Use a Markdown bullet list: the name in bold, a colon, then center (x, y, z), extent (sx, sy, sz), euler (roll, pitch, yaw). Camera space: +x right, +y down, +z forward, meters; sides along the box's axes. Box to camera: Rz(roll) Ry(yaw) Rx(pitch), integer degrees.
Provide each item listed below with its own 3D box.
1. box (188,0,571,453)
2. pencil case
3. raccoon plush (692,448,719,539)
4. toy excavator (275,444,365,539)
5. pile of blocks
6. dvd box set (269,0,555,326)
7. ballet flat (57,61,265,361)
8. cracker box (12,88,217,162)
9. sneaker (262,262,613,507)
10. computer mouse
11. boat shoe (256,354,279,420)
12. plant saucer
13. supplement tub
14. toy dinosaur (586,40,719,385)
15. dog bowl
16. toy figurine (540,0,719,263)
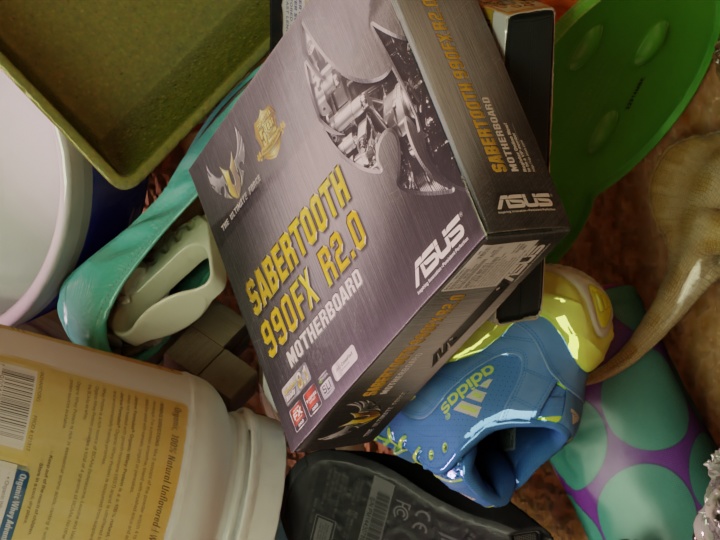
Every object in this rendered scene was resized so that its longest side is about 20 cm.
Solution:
- **box**: center (0.003, -0.033, 1.203), extent (0.200, 0.048, 0.159), euler (-49, 55, 49)
- **pencil case**: center (0.136, 0.110, 1.334), extent (0.092, 0.085, 0.201), euler (-27, 85, 13)
- **raccoon plush**: center (0.225, 0.059, 1.223), extent (0.097, 0.134, 0.200), euler (32, 119, -2)
- **toy excavator**: center (-0.012, 0.134, 1.412), extent (0.194, 0.100, 0.201), euler (-15, 98, 33)
- **pile of blocks**: center (-0.111, 0.052, 1.479), extent (0.200, 0.062, 0.082), euler (5, 132, 48)
- **dvd box set**: center (0.019, -0.073, 1.253), extent (0.200, 0.029, 0.147), euler (29, 124, 52)
- **ballet flat**: center (-0.074, -0.023, 1.381), extent (0.200, 0.067, 0.070), euler (-46, 52, 12)
- **cracker box**: center (-0.167, -0.161, 1.477), extent (0.134, 0.058, 0.201), euler (-12, 94, 33)
- **sneaker**: center (0.028, 0.064, 1.274), extent (0.200, 0.076, 0.105), euler (-20, 48, 37)
- **computer mouse**: center (0.053, 0.165, 1.330), extent (0.199, 0.046, 0.141), euler (16, 115, 17)
- **boat shoe**: center (0.000, 0.000, 1.401), extent (0.065, 0.073, 0.201), euler (27, 113, 30)
- **plant saucer**: center (-0.134, -0.166, 1.368), extent (0.200, 0.200, 0.048), euler (46, 151, -7)
- **supplement tub**: center (-0.150, 0.109, 1.342), extent (0.199, 0.145, 0.145), euler (16, 114, -13)
- **toy dinosaur**: center (0.179, -0.020, 1.293), extent (0.101, 0.058, 0.201), euler (21, 90, 29)
- **dog bowl**: center (-0.215, -0.066, 1.448), extent (0.199, 0.079, 0.201), euler (9, 108, 29)
- **toy figurine**: center (0.052, -0.119, 1.320), extent (0.184, 0.150, 0.200), euler (44, 124, 29)
